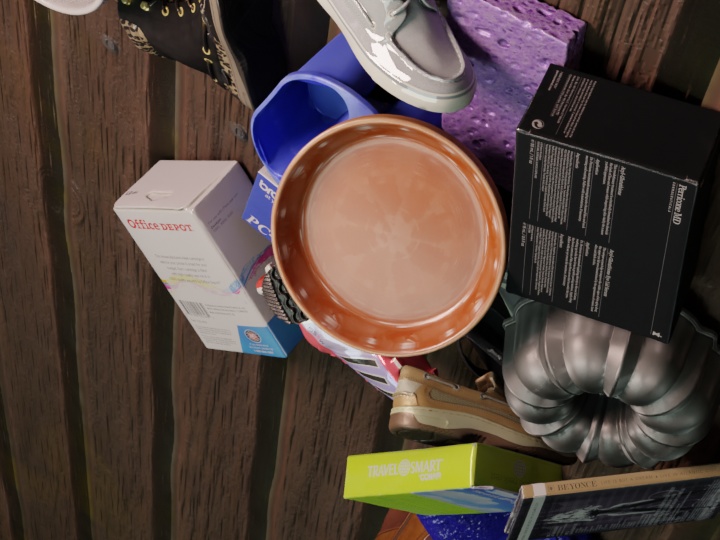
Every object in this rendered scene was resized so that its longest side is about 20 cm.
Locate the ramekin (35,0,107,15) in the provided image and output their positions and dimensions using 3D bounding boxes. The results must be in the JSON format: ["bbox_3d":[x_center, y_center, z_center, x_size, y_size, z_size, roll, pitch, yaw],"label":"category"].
[{"bbox_3d":[-0.260,-0.333,1.576,0.199,0.105,0.201,31,149,21],"label":"ramekin"}]

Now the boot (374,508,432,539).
[{"bbox_3d":[0.063,0.314,1.950,0.187,0.200,0.069,10,139,45],"label":"boot"}]

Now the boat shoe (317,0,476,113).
[{"bbox_3d":[0.019,-0.206,1.401,0.201,0.070,0.072,50,153,23],"label":"boat shoe"}]

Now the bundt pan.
[{"bbox_3d":[0.208,0.099,1.538,0.200,0.076,0.203,14,145,10],"label":"bundt pan"}]

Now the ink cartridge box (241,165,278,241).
[{"bbox_3d":[-0.019,-0.024,1.757,0.200,0.044,0.094,39,150,7],"label":"ink cartridge box"}]

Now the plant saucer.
[{"bbox_3d":[0.025,-0.029,1.481,0.198,0.032,0.202,6,110,16],"label":"plant saucer"}]

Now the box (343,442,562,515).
[{"bbox_3d":[0.093,0.197,1.703,0.121,0.048,0.199,17,161,-39],"label":"box"}]

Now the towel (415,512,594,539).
[{"bbox_3d":[0.145,0.262,1.856,0.147,0.050,0.201,-27,113,14],"label":"towel"}]

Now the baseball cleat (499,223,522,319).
[{"bbox_3d":[0.143,-0.014,1.563,0.106,0.070,0.200,-16,123,42],"label":"baseball cleat"}]

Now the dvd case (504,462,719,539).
[{"bbox_3d":[0.233,0.207,1.624,0.198,0.016,0.149,-7,157,-4],"label":"dvd case"}]

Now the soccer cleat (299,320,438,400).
[{"bbox_3d":[-0.005,0.066,1.730,0.200,0.067,0.076,47,123,0],"label":"soccer cleat"}]

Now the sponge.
[{"bbox_3d":[0.118,-0.141,1.440,0.111,0.030,0.201,30,149,21],"label":"sponge"}]

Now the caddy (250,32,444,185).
[{"bbox_3d":[-0.017,-0.114,1.565,0.141,0.105,0.200,43,152,-4],"label":"caddy"}]

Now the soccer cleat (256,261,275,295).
[{"bbox_3d":[0.000,0.000,1.652,0.199,0.069,0.086,-20,100,15],"label":"soccer cleat"}]

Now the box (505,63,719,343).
[{"bbox_3d":[0.192,-0.048,1.397,0.140,0.079,0.201,20,146,16],"label":"box"}]

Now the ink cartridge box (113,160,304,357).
[{"bbox_3d":[-0.145,-0.015,1.886,0.144,0.085,0.201,4,135,48],"label":"ink cartridge box"}]

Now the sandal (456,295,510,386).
[{"bbox_3d":[0.135,0.089,1.717,0.076,0.043,0.201,-4,127,53],"label":"sandal"}]

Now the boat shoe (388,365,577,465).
[{"bbox_3d":[0.121,0.131,1.693,0.199,0.077,0.071,17,159,-29],"label":"boat shoe"}]

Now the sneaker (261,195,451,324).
[{"bbox_3d":[0.011,-0.023,1.557,0.199,0.093,0.071,-27,98,24],"label":"sneaker"}]

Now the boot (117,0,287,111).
[{"bbox_3d":[-0.147,-0.238,1.602,0.150,0.073,0.201,26,153,28],"label":"boot"}]
